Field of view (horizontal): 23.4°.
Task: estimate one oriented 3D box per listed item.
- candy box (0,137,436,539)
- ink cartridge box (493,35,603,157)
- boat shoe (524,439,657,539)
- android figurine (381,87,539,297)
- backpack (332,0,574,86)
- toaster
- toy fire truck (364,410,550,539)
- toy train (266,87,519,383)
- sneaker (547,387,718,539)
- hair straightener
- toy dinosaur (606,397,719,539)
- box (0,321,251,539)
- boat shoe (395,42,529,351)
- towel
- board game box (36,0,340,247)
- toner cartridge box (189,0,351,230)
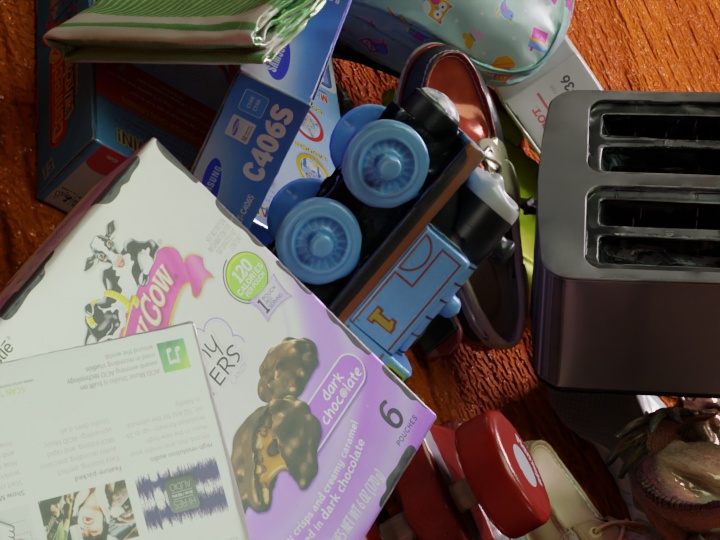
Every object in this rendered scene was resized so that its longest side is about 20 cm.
[{"bbox_3d":[-0.085,0.069,0.812,0.200,0.071,0.168,45,53,-13],"label":"candy box"},{"bbox_3d":[0.148,-0.130,1.313,0.117,0.067,0.201,50,13,-32],"label":"ink cartridge box"},{"bbox_3d":[0.156,0.186,1.069,0.073,0.069,0.201,-10,67,-56],"label":"boat shoe"},{"bbox_3d":[0.086,-0.059,1.254,0.199,0.041,0.183,35,35,-30],"label":"android figurine"},{"bbox_3d":[0.044,-0.197,1.179,0.199,0.168,0.126,27,-6,-21],"label":"backpack"},{"bbox_3d":[0.192,-0.017,1.122,0.119,0.198,0.182,84,11,-46],"label":"toaster"},{"bbox_3d":[0.075,0.171,0.954,0.201,0.112,0.168,63,14,15],"label":"toy fire truck"},{"bbox_3d":[0.000,0.000,0.934,0.114,0.200,0.087,39,5,-15],"label":"toy train"},{"bbox_3d":[0.204,0.132,1.190,0.201,0.070,0.080,60,19,7],"label":"sneaker"},{"bbox_3d":[0.003,-0.036,1.114,0.077,0.041,0.201,13,51,-47],"label":"hair straightener"},{"bbox_3d":[0.202,0.130,1.064,0.136,0.086,0.200,46,15,15],"label":"toy dinosaur"},{"bbox_3d":[-0.111,0.132,0.708,0.143,0.036,0.202,-10,80,-33],"label":"box"},{"bbox_3d":[0.070,-0.047,1.115,0.071,0.063,0.202,-10,97,-18],"label":"boat shoe"},{"bbox_3d":[-0.062,-0.168,0.942,0.200,0.151,0.024,-51,133,-41],"label":"towel"},{"bbox_3d":[-0.096,-0.092,1.025,0.199,0.056,0.197,27,39,-36],"label":"board game box"},{"bbox_3d":[-0.044,-0.115,0.964,0.043,0.095,0.201,24,36,-6],"label":"toner cartridge box"}]
